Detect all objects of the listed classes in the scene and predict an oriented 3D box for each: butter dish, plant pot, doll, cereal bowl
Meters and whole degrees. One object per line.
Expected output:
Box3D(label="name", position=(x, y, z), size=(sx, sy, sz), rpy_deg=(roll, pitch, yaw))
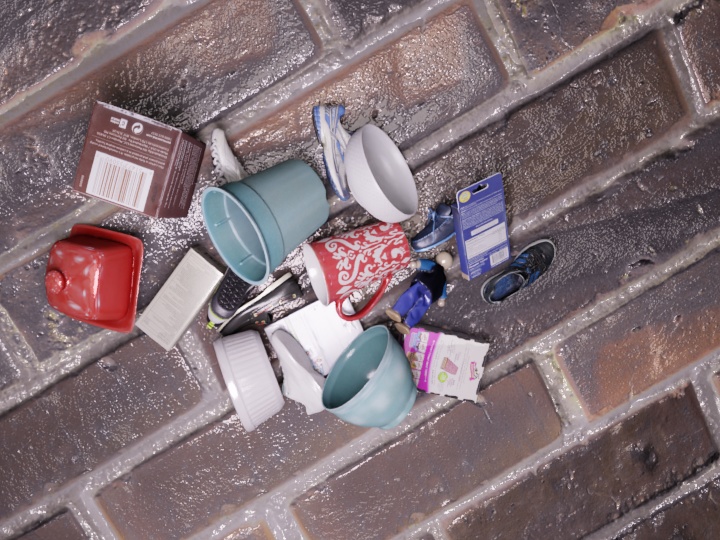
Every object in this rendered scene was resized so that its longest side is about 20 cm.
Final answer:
Box3D(label="butter dish", position=(-0.557, 0.018, 1.046), size=(0.194, 0.147, 0.206), rpy_deg=(12, 96, 17))
Box3D(label="plant pot", position=(-0.174, -0.111, 1.029), size=(0.195, 0.199, 0.203), rpy_deg=(-37, 99, -33))
Box3D(label="plant pot", position=(0.032, 0.235, 1.067), size=(0.134, 0.200, 0.201), rpy_deg=(42, 93, -17))
Box3D(label="doll", position=(0.136, 0.035, 1.122), size=(0.201, 0.048, 0.138), rpy_deg=(-48, 119, -21))
Box3D(label="cereal bowl", position=(0.032, -0.186, 1.065), size=(0.082, 0.200, 0.203), rpy_deg=(-26, 99, 30))

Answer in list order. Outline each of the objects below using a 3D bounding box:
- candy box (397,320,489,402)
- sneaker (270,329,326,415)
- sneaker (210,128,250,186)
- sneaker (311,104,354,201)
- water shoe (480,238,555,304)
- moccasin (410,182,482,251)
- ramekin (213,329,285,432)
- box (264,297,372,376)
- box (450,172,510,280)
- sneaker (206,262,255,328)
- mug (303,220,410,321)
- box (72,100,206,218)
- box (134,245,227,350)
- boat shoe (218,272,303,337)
Box3D(label="candy box", position=(0.174, 0.202, 1.170), size=(0.194, 0.061, 0.141), rpy_deg=(13, 96, -3))
Box3D(label="sneaker", position=(-0.141, 0.225, 1.115), size=(0.087, 0.075, 0.202), rpy_deg=(-33, 100, 13))
Box3D(label="sneaker", position=(-0.264, -0.196, 1.100), size=(0.079, 0.075, 0.206), rpy_deg=(-14, 104, -11))
Box3D(label="sneaker", position=(-0.041, -0.251, 1.100), size=(0.083, 0.077, 0.206), rpy_deg=(-15, 98, -6))
Box3D(label="water shoe", position=(0.357, 0.010, 1.149), size=(0.199, 0.079, 0.072), rpy_deg=(-40, 97, 2))
Box3D(label="moccasin", position=(0.184, -0.118, 1.131), size=(0.198, 0.080, 0.069), rpy_deg=(-36, 112, -12))
Box3D(label="ramekin", position=(-0.226, 0.219, 1.088), size=(0.092, 0.202, 0.208), rpy_deg=(-21, 97, -13))
Box3D(label="box", position=(-0.092, 0.149, 1.159), size=(0.196, 0.041, 0.159), rpy_deg=(-26, 98, 1))
Box3D(label="box", position=(0.255, -0.095, 1.108), size=(0.119, 0.032, 0.205), rpy_deg=(-24, 120, -18))
Box3D(label="sneaker", position=(-0.265, 0.038, 1.083), size=(0.071, 0.202, 0.083), rpy_deg=(38, 130, -8))
Box3D(label="mug", position=(-0.005, -0.009, 1.100), size=(0.195, 0.134, 0.181), rpy_deg=(-22, 136, -17))
Box3D(label="box", position=(-0.418, -0.205, 1.019), size=(0.161, 0.200, 0.169), rpy_deg=(17, 95, -5))
Box3D(label="box", position=(-0.374, 0.057, 1.113), size=(0.094, 0.078, 0.201), rpy_deg=(39, 93, -7))
Box3D(label="boat shoe", position=(-0.215, 0.087, 1.128), size=(0.199, 0.074, 0.064), rpy_deg=(-35, 90, -3))
